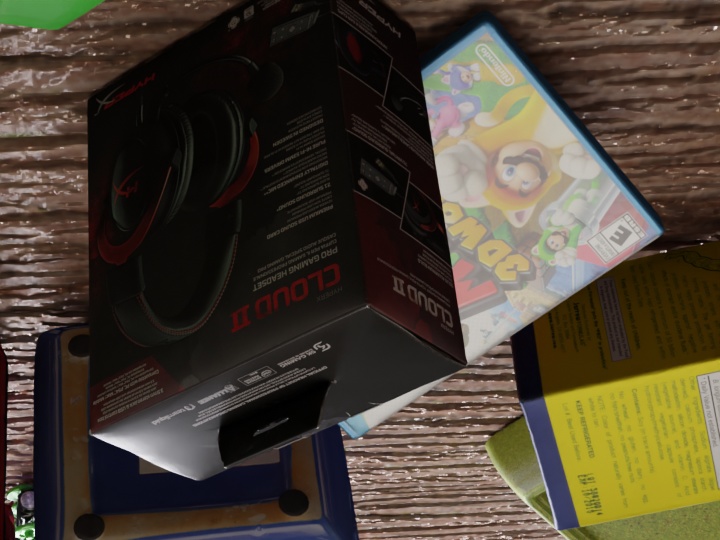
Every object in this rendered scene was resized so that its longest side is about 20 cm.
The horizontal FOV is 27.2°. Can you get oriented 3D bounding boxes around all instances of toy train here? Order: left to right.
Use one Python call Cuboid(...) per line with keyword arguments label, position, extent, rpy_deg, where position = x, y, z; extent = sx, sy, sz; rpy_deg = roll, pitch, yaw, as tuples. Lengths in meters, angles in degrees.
Cuboid(label="toy train", position=(-0.237, 0.211, 1.118), extent=(0.056, 0.042, 0.200), rpy_deg=(-7, 149, -19))

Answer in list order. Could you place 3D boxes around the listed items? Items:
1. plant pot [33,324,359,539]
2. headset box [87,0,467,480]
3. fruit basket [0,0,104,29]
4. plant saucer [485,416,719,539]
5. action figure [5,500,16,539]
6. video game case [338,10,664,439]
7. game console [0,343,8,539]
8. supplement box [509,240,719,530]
Cuboid(label="plant pot", position=(-0.097, 0.136, 0.884), extent=(0.199, 0.200, 0.180), rpy_deg=(-4, 143, -6))
Cuboid(label="headset box", position=(-0.042, -0.012, 0.647), extent=(0.148, 0.201, 0.075), rpy_deg=(-25, 144, 28))
Cuboid(label="fruit basket", position=(-0.151, -0.170, 0.443), extent=(0.215, 0.156, 0.216), rpy_deg=(0, 165, 0))
Cuboid(label="plant saucer", position=(0.210, 0.156, 1.015), extent=(0.200, 0.048, 0.200), rpy_deg=(42, 131, -10))
Cuboid(label="action figure", position=(-0.240, 0.159, 0.886), extent=(0.065, 0.200, 0.052), rpy_deg=(-43, 139, -4))
Cuboid(label="video game case", position=(0.027, -0.015, 0.737), extent=(0.200, 0.018, 0.143), rpy_deg=(-36, 113, 21))
Cuboid(label="game console", position=(-0.257, 0.122, 0.818), extent=(0.118, 0.200, 0.173), rpy_deg=(-5, 148, -6))
Cuboid(label="supplement box", position=(0.195, 0.060, 0.867), extent=(0.199, 0.110, 0.109), rpy_deg=(-12, 125, 9))
